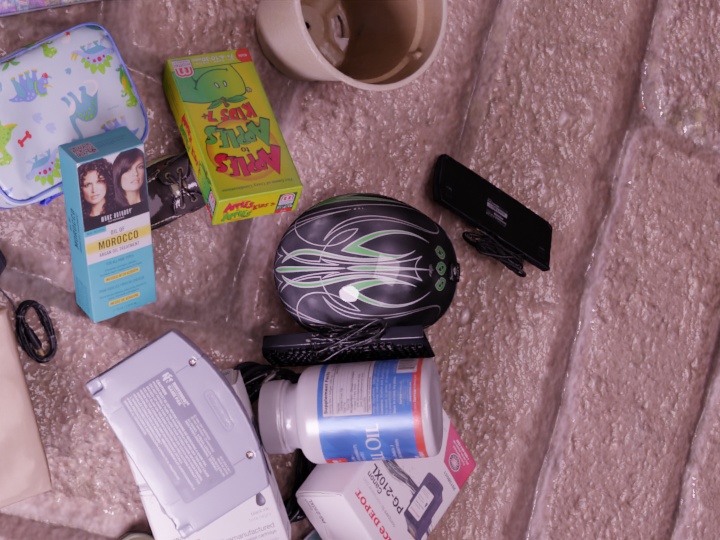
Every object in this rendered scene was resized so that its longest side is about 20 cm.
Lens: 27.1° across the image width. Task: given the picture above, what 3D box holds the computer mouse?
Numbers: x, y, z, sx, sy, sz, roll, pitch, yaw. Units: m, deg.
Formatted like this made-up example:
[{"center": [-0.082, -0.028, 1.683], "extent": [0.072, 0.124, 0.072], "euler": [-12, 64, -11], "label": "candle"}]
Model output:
[{"center": [-0.392, 0.017, 1.617], "extent": [0.059, 0.034, 0.201], "euler": [-44, 109, -24], "label": "computer mouse"}]

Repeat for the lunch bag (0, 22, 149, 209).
[{"center": [-0.340, -0.164, 1.624], "extent": [0.199, 0.082, 0.162], "euler": [-31, 102, -26], "label": "lunch bag"}]

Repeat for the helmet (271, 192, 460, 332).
[{"center": [0.000, 0.000, 1.760], "extent": [0.189, 0.198, 0.203], "euler": [3, 87, -46], "label": "helmet"}]

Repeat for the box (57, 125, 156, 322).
[{"center": [-0.273, -0.049, 1.625], "extent": [0.082, 0.049, 0.202], "euler": [-20, 128, -28], "label": "box"}]

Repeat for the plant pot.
[{"center": [-0.029, -0.298, 1.745], "extent": [0.198, 0.183, 0.204], "euler": [1, 88, -29], "label": "plant pot"}]

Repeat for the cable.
[{"center": [-0.115, 0.212, 1.757], "extent": [0.161, 0.051, 0.203], "euler": [13, 83, -28], "label": "cable"}]

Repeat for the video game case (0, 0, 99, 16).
[{"center": [-0.348, -0.365, 1.662], "extent": [0.198, 0.018, 0.145], "euler": [-15, 97, -28], "label": "video game case"}]

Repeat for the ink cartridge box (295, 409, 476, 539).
[{"center": [0.033, 0.250, 1.787], "extent": [0.200, 0.084, 0.146], "euler": [-50, 120, -36], "label": "ink cartridge box"}]

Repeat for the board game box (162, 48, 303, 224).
[{"center": [-0.146, -0.154, 1.690], "extent": [0.100, 0.048, 0.202], "euler": [-11, 61, -22], "label": "board game box"}]

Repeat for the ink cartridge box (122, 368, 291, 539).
[{"center": [-0.174, 0.231, 1.677], "extent": [0.143, 0.084, 0.202], "euler": [-18, 97, -1], "label": "ink cartridge box"}]

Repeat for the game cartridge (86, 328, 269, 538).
[{"center": [-0.188, 0.171, 1.609], "extent": [0.132, 0.040, 0.201], "euler": [-30, 97, 4], "label": "game cartridge"}]

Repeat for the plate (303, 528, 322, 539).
[{"center": [-0.014, 0.396, 1.824], "extent": [0.198, 0.025, 0.203], "euler": [0, 89, -29], "label": "plate"}]

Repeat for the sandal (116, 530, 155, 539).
[{"center": [-0.254, 0.394, 1.669], "extent": [0.079, 0.057, 0.204], "euler": [13, 82, -28], "label": "sandal"}]

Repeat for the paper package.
[{"center": [-0.438, 0.157, 1.548], "extent": [0.189, 0.103, 0.203], "euler": [-16, 96, -28], "label": "paper package"}]

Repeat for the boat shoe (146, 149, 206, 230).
[{"center": [-0.199, -0.105, 1.710], "extent": [0.199, 0.065, 0.074], "euler": [-36, 107, -24], "label": "boat shoe"}]

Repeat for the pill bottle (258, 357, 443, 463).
[{"center": [-0.010, 0.161, 1.690], "extent": [0.197, 0.112, 0.114], "euler": [-5, 91, 11], "label": "pill bottle"}]

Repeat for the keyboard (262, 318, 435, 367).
[{"center": [-0.020, 0.096, 1.702], "extent": [0.104, 0.197, 0.040], "euler": [61, 27, -57], "label": "keyboard"}]

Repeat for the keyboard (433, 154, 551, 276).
[{"center": [0.163, -0.060, 1.930], "extent": [0.199, 0.040, 0.105], "euler": [31, 50, -24], "label": "keyboard"}]
